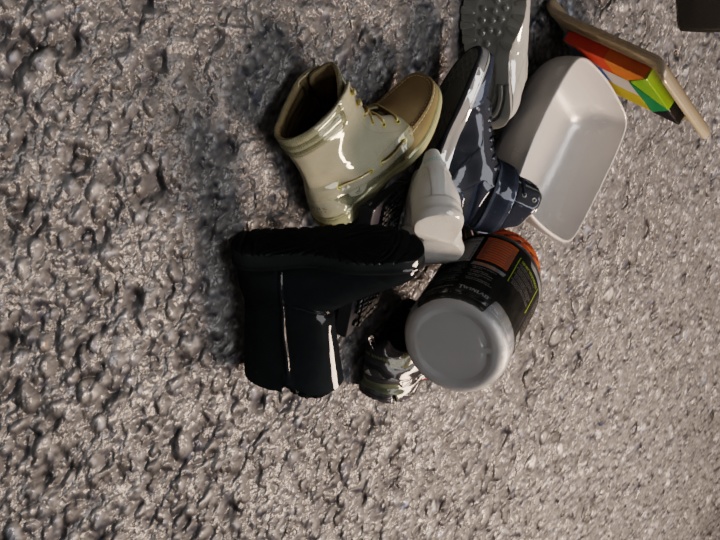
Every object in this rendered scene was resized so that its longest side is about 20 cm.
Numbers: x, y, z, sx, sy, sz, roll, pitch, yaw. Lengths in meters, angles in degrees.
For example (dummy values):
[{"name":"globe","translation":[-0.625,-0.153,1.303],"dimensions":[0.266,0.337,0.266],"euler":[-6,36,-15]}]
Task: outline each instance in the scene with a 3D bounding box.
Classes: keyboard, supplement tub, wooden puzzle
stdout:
[{"name":"keyboard","translation":[0.000,0.000,1.374],"dimensions":[0.127,0.021,0.201],"euler":[-38,153,-36]},{"name":"supplement tub","translation":[0.134,0.038,1.460],"dimensions":[0.200,0.121,0.124],"euler":[-50,145,-56]},{"name":"wooden puzzle","translation":[0.324,-0.241,1.580],"dimensions":[0.037,0.200,0.185],"euler":[-52,144,4]}]

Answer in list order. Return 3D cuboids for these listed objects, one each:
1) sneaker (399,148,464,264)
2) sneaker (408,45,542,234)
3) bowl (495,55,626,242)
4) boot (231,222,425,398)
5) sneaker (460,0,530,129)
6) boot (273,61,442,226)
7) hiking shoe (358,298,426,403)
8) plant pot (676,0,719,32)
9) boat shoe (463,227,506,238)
[{"name":"sneaker","translation":[0.075,-0.065,1.375],"dimensions":[0.200,0.074,0.090],"euler":[107,-20,-71]},{"name":"sneaker","translation":[0.147,-0.139,1.451],"dimensions":[0.144,0.077,0.205],"euler":[13,107,-19]},{"name":"bowl","translation":[0.238,-0.155,1.610],"dimensions":[0.200,0.074,0.202],"euler":[36,78,-54]},{"name":"boot","translation":[-0.028,0.043,1.284],"dimensions":[0.077,0.197,0.170],"euler":[-73,160,-57]},{"name":"sneaker","translation":[0.160,-0.266,1.469],"dimensions":[0.080,0.076,0.202],"euler":[-36,138,-53]},{"name":"boot","translation":[0.001,-0.158,1.300],"dimensions":[0.201,0.072,0.155],"euler":[-50,144,-17]},{"name":"hiking shoe","translation":[0.080,0.077,1.521],"dimensions":[0.199,0.075,0.102],"euler":[-29,132,-40]},{"name":"plant pot","translation":[0.562,-0.448,1.793],"dimensions":[0.199,0.176,0.202],"euler":[-44,139,-28]},{"name":"boat shoe","translation":[0.153,-0.058,1.563],"dimensions":[0.067,0.057,0.202],"euler":[-43,137,-30]}]
